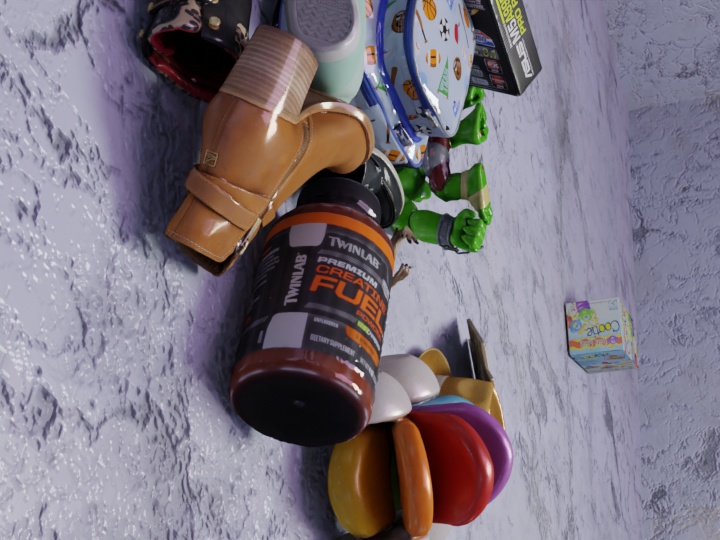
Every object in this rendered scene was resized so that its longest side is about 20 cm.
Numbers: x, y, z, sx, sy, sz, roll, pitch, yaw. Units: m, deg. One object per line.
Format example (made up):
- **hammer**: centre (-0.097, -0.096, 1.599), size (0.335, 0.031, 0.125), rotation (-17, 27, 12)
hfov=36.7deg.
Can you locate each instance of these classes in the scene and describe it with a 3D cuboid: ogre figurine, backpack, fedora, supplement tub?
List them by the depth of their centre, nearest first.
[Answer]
- **supplement tub**: centre (-0.031, 0.023, 0.824), size (0.107, 0.106, 0.201), rotation (61, 29, -44)
- **backpack**: centre (0.011, -0.202, 0.970), size (0.191, 0.153, 0.201), rotation (46, 43, -43)
- **ogre figurine**: centre (0.071, -0.109, 1.119), size (0.098, 0.119, 0.202), rotation (23, 63, -71)
- **fedora**: centre (0.108, 0.179, 1.164), size (0.200, 0.081, 0.203), rotation (-8, 90, -70)

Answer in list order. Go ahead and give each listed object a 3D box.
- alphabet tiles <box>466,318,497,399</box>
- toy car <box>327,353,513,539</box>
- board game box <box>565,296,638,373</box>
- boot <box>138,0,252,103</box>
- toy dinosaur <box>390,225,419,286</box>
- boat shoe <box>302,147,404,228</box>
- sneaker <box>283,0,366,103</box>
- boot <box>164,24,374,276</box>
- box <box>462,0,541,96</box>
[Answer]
- **alphabet tiles**: centre (0.152, 0.151, 1.302), size (0.200, 0.006, 0.168), rotation (-99, 177, -81)
- **toy car**: centre (0.055, 0.165, 0.936), size (0.200, 0.149, 0.177), rotation (-13, 95, -69)
- **board game box**: centre (0.470, 0.129, 2.106), size (0.200, 0.104, 0.104), rotation (35, 50, -64)
- **boot**: centre (-0.118, -0.220, 0.729), size (0.200, 0.073, 0.152), rotation (59, 29, -63)
- **toy dinosaur**: centre (0.000, 0.000, 0.954), size (0.058, 0.101, 0.201), rotation (28, 29, -16)
- **boat shoe**: centre (-0.023, -0.084, 0.920), size (0.200, 0.074, 0.067), rotation (55, 28, -46)
- **sneaker**: centre (-0.034, -0.222, 0.838), size (0.118, 0.073, 0.202), rotation (91, -3, -68)
- **boot**: centre (-0.061, -0.063, 0.768), size (0.156, 0.076, 0.200), rotation (-65, 166, -6)
- **box**: centre (0.071, -0.262, 1.071), size (0.044, 0.199, 0.161), rotation (-50, 138, -21)
